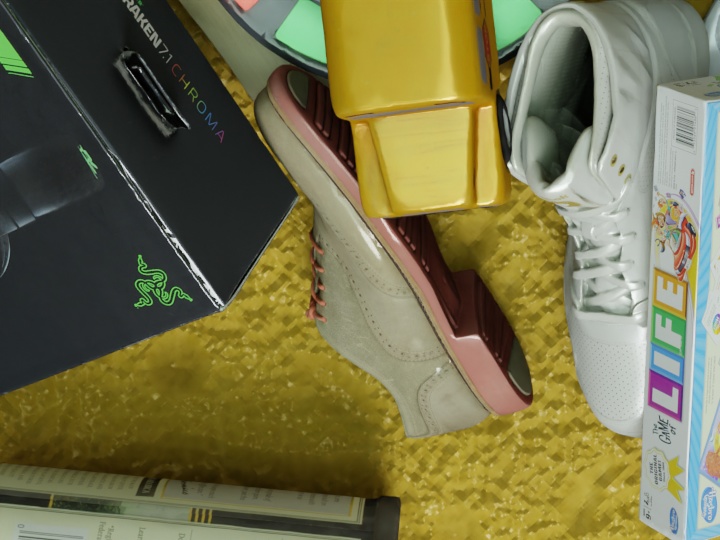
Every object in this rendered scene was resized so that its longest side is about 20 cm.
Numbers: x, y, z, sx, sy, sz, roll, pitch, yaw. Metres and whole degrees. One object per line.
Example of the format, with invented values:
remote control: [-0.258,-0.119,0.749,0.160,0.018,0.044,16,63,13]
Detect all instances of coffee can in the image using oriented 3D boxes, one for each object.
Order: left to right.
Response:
coffee can: [-0.086,0.166,1.070,0.199,0.146,0.147,6,100,2]

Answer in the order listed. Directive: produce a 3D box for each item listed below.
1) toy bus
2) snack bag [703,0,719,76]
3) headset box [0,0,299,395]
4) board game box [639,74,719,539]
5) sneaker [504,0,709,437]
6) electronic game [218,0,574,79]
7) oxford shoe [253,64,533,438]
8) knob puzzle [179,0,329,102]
toy bus: [0.018,-0.124,0.969,0.065,0.078,0.201,-6,90,11]
snack bag: [0.244,-0.094,1.074,0.188,0.021,0.201,29,100,-3]
headset box: [-0.149,-0.048,1.006,0.199,0.093,0.175,-20,114,34]
board game box: [0.188,0.010,1.039,0.134,0.034,0.201,-10,111,-29]
sneaker: [0.101,-0.021,1.038,0.073,0.115,0.201,3,96,34]
electronic game: [0.016,-0.179,1.028,0.199,0.042,0.201,0,101,2]
oxford shoe: [0.000,0.000,1.060,0.075,0.071,0.200,-27,113,18]
knob puzzle: [-0.019,-0.191,1.064,0.218,0.030,0.221,1,100,3]
